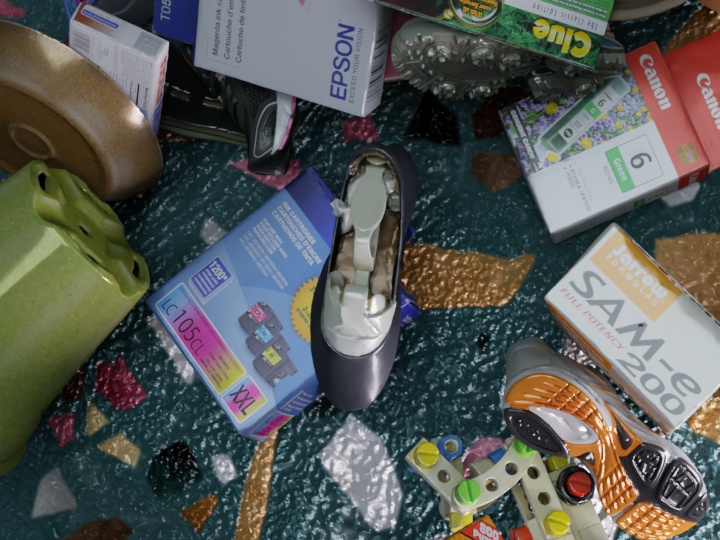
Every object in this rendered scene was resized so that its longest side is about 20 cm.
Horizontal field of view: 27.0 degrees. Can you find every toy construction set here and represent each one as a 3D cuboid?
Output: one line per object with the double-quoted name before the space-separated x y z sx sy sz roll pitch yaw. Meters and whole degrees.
"toy construction set" 0.120 0.207 1.120 0.130 0.092 0.202 -16 87 -18

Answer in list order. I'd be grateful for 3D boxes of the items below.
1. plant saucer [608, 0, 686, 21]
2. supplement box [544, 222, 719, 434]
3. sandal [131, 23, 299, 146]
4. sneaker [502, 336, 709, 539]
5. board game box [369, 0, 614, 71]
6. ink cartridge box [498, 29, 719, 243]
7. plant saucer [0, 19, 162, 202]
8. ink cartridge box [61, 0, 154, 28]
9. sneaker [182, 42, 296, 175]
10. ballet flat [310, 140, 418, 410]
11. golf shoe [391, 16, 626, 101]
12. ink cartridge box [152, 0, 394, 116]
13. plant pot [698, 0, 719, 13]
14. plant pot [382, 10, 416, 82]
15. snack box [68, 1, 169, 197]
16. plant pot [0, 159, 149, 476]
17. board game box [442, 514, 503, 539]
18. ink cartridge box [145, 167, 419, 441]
"plant saucer" 0.192 -0.275 1.065 0.198 0.029 0.203 -3 84 27
"supplement box" 0.202 0.048 1.072 0.074 0.200 0.126 -45 77 2
"sandal" -0.149 -0.139 1.233 0.199 0.057 0.080 21 67 -2
"sneaker" 0.182 0.116 1.104 0.076 0.092 0.200 -40 113 20
"board game box" 0.084 -0.212 1.011 0.198 0.023 0.106 15 95 -19
"ink cartridge box" 0.219 -0.112 1.166 0.198 0.050 0.110 -24 78 7
"plant saucer" -0.251 -0.113 1.175 0.198 0.201 0.036 22 61 12
"ink cartridge box" -0.205 -0.317 1.222 0.076 0.136 0.202 -7 77 -36
"sneaker" -0.097 -0.159 1.187 0.085 0.081 0.202 -4 56 -7
"ballet flat" 0.000 0.000 1.092 0.072 0.073 0.202 9 82 11
"golf shoe" 0.100 -0.180 1.101 0.198 0.078 0.098 -1 70 -35
"ink cartridge box" -0.067 -0.231 1.077 0.198 0.043 0.198 17 121 16
"plant pot" 0.312 -0.272 1.127 0.198 0.140 0.203 -1 83 10
"plant pot" 0.021 -0.238 1.157 0.198 0.200 0.181 -6 96 9
"snack box" -0.192 -0.127 1.165 0.071 0.200 0.024 24 61 1
"plant pot" -0.268 0.023 1.145 0.184 0.200 0.201 -39 78 11
"board game box" 0.025 0.327 1.029 0.200 0.199 0.201 -41 76 36
"ink cartridge box" -0.047 0.018 1.178 0.199 0.076 0.137 -38 78 1
